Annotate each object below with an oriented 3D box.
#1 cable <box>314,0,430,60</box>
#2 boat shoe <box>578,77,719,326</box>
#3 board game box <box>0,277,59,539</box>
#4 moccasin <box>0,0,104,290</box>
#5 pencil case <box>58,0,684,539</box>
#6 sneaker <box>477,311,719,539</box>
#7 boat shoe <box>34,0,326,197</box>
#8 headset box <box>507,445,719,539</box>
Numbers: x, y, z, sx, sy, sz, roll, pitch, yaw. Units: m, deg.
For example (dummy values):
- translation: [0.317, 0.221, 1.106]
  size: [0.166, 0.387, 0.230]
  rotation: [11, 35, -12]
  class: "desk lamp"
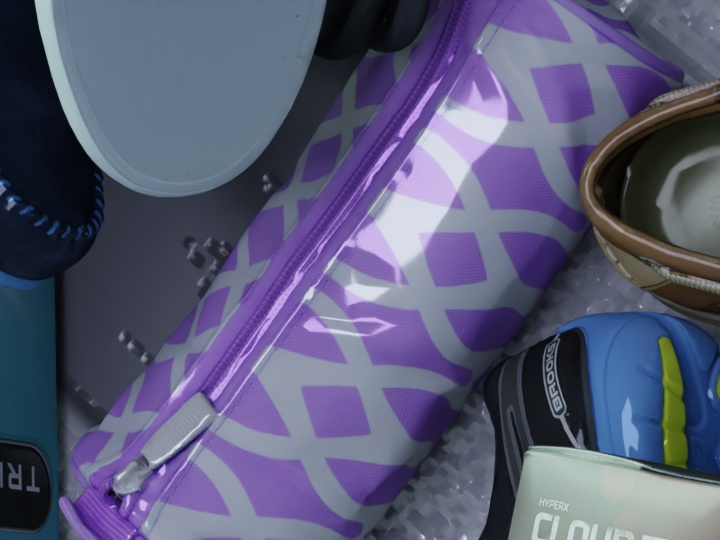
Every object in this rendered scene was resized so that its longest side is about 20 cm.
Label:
- translation: [-0.020, -0.153, 0.732]
  size: [0.163, 0.051, 0.202]
  rotation: [-11, 79, 59]
  class: "cable"
- translation: [0.144, -0.019, 0.681]
  size: [0.199, 0.074, 0.076]
  rotation: [-8, 81, 27]
  class: "boat shoe"
- translation: [-0.141, -0.011, 0.791]
  size: [0.047, 0.151, 0.202]
  rotation: [-7, 80, 27]
  class: "board game box"
- translation: [-0.099, -0.096, 0.744]
  size: [0.068, 0.080, 0.201]
  rotation: [-28, 68, 24]
  class: "moccasin"
- translation: [0.000, 0.000, 0.767]
  size: [0.084, 0.085, 0.201]
  rotation: [39, 96, 40]
  class: "pencil case"
- translation: [0.063, 0.112, 0.742]
  size: [0.082, 0.070, 0.201]
  rotation: [-6, 84, 48]
  class: "sneaker"
- translation: [-0.055, -0.119, 0.702]
  size: [0.070, 0.091, 0.202]
  rotation: [-3, 92, -22]
  class: "boat shoe"
- translation: [0.096, 0.132, 0.665]
  size: [0.075, 0.148, 0.201]
  rotation: [7, 84, 51]
  class: "headset box"
